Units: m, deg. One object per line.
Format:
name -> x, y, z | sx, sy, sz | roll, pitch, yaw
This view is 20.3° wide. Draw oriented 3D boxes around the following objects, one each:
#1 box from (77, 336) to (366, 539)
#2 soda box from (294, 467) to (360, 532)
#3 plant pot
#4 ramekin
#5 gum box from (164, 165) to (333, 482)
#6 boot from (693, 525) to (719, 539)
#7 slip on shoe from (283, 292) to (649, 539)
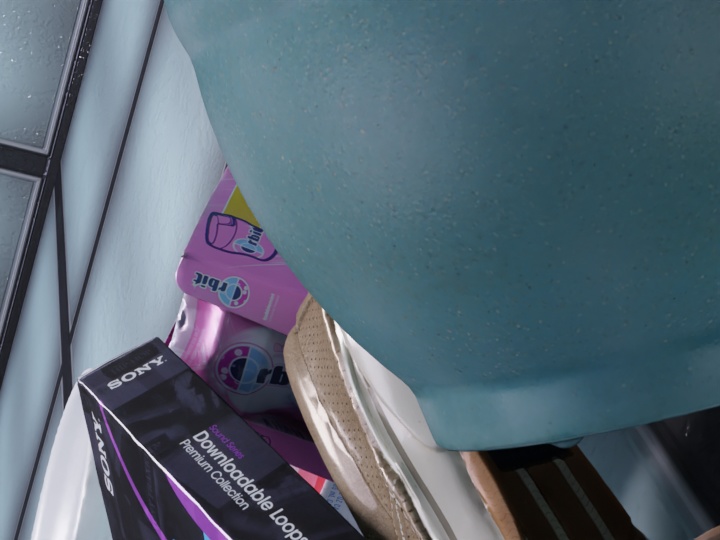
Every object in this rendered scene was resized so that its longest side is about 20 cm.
box -> -0.016, 0.128, 0.601 | 0.200, 0.036, 0.144 | 40, 146, 46
soda box -> -0.016, 0.141, 0.843 | 0.064, 0.069, 0.201 | -100, 27, -55
plant pot -> 0.061, -0.031, 0.516 | 0.200, 0.199, 0.135 | 172, 83, -75
ramekin -> -0.151, 0.170, 1.286 | 0.200, 0.097, 0.202 | -167, 90, -75
gum box -> 0.000, 0.000, 0.725 | 0.200, 0.113, 0.066 | -71, 2, -62
boot -> 0.088, 0.164, 0.454 | 0.097, 0.074, 0.202 | -138, 54, -60
slip on shoe -> 0.034, 0.081, 0.573 | 0.061, 0.076, 0.201 | -43, 65, 32
